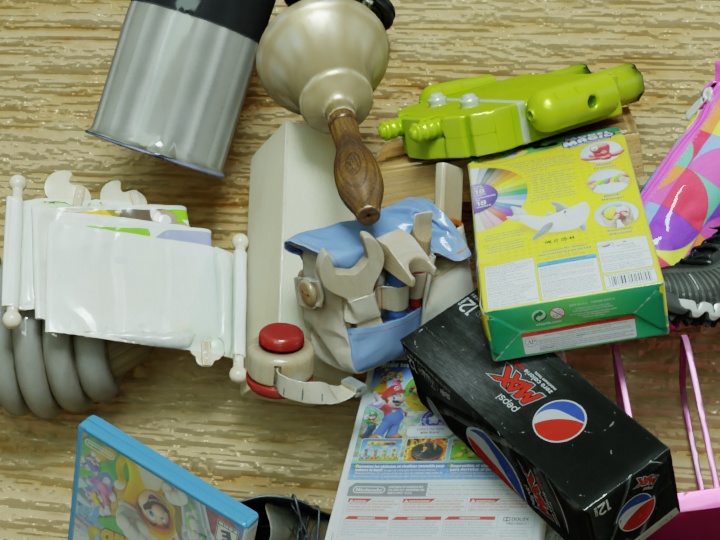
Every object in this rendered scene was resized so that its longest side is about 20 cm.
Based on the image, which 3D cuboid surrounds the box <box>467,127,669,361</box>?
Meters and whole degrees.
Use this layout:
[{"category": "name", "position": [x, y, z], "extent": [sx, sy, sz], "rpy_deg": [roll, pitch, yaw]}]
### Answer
[{"category": "box", "position": [0.134, -0.027, 0.942], "extent": [0.116, 0.049, 0.201], "rpy_deg": [-9, 38, 8]}]

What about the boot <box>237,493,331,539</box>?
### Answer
[{"category": "boot", "position": [-0.032, 0.202, 0.987], "extent": [0.198, 0.097, 0.075], "rpy_deg": [-4, 67, 10]}]

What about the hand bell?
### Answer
[{"category": "hand bell", "position": [-0.012, -0.100, 0.986], "extent": [0.103, 0.105, 0.201], "rpy_deg": [-19, 40, 4]}]

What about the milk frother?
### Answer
[{"category": "milk frother", "position": [-0.091, -0.166, 1.117], "extent": [0.198, 0.180, 0.190], "rpy_deg": [18, 93, 3]}]

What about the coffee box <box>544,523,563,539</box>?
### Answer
[{"category": "coffee box", "position": [0.167, 0.241, 0.922], "extent": [0.199, 0.115, 0.080], "rpy_deg": [25, 74, 19]}]

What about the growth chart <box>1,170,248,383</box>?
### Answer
[{"category": "growth chart", "position": [-0.174, -0.001, 1.046], "extent": [0.198, 0.018, 0.146], "rpy_deg": [13, 58, -14]}]

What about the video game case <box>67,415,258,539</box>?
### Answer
[{"category": "video game case", "position": [-0.146, 0.212, 0.972], "extent": [0.142, 0.201, 0.018], "rpy_deg": [27, 36, 20]}]

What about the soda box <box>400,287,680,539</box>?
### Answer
[{"category": "soda box", "position": [0.110, 0.096, 0.887], "extent": [0.070, 0.064, 0.200], "rpy_deg": [-32, 41, -15]}]

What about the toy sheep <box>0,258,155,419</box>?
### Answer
[{"category": "toy sheep", "position": [-0.250, 0.050, 1.079], "extent": [0.198, 0.138, 0.139], "rpy_deg": [-7, 67, 4]}]

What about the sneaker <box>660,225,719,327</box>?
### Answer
[{"category": "sneaker", "position": [0.263, -0.008, 0.974], "extent": [0.198, 0.066, 0.091], "rpy_deg": [-2, 89, -28]}]

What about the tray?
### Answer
[{"category": "tray", "position": [0.112, -0.086, 1.072], "extent": [0.198, 0.099, 0.037], "rpy_deg": [-7, 107, 8]}]

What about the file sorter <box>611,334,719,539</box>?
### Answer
[{"category": "file sorter", "position": [0.274, 0.108, 0.938], "extent": [0.198, 0.139, 0.127], "rpy_deg": [-10, 66, 8]}]

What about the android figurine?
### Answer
[{"category": "android figurine", "position": [0.110, -0.123, 1.055], "extent": [0.198, 0.182, 0.041], "rpy_deg": [-16, 105, -24]}]

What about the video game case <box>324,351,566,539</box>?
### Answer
[{"category": "video game case", "position": [0.058, 0.131, 0.932], "extent": [0.142, 0.018, 0.201], "rpy_deg": [-3, 43, 19]}]

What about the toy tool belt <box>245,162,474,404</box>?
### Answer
[{"category": "toy tool belt", "position": [0.000, 0.000, 0.968], "extent": [0.199, 0.124, 0.124], "rpy_deg": [-21, 33, -40]}]

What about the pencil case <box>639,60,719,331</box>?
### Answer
[{"category": "pencil case", "position": [0.246, -0.053, 1.039], "extent": [0.088, 0.088, 0.201], "rpy_deg": [28, 76, 20]}]

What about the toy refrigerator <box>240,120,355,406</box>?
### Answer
[{"category": "toy refrigerator", "position": [-0.044, -0.004, 1.075], "extent": [0.069, 0.076, 0.202], "rpy_deg": [10, 66, -24]}]
